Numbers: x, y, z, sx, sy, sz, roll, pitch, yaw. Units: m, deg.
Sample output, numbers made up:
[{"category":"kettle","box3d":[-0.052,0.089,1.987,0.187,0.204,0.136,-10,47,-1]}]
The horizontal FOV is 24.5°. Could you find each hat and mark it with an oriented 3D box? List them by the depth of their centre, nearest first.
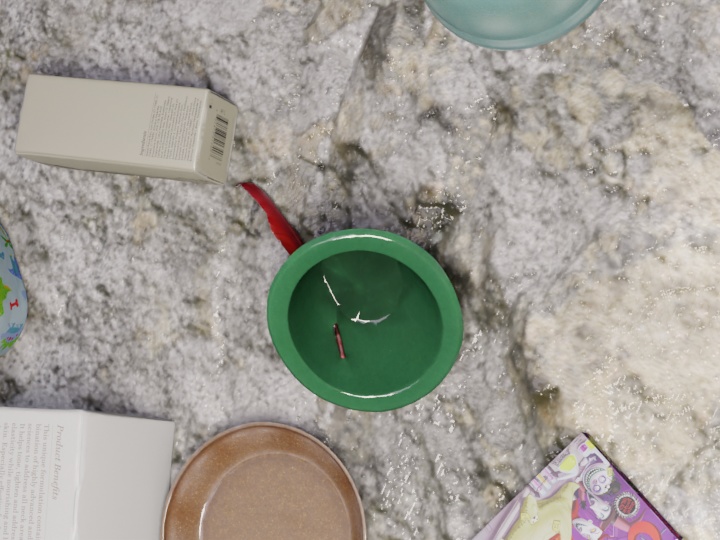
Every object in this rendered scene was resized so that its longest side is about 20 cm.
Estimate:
[{"category":"hat","box3d":[0.000,0.000,1.478,0.165,0.176,0.201,-27,111,14]}]

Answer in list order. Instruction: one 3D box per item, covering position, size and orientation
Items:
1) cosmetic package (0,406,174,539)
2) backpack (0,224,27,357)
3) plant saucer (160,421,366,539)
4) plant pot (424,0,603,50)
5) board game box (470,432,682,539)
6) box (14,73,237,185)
[{"category":"cosmetic package","box3d":[-0.295,0.208,1.483,0.198,0.166,0.169,1,83,22]},{"category":"backpack","box3d":[-0.429,0.031,1.574,0.199,0.147,0.184,-27,75,13]},{"category":"plant saucer","box3d":[-0.082,0.236,1.464,0.199,0.037,0.202,-3,81,20]},{"category":"plant pot","box3d":[0.117,-0.304,1.413,0.199,0.134,0.202,-3,80,20]},{"category":"board game box","box3d":[0.155,0.246,1.375,0.200,0.032,0.120,-46,73,9]},{"category":"box","box3d":[-0.220,-0.132,1.557,0.198,0.068,0.083,9,85,23]}]
